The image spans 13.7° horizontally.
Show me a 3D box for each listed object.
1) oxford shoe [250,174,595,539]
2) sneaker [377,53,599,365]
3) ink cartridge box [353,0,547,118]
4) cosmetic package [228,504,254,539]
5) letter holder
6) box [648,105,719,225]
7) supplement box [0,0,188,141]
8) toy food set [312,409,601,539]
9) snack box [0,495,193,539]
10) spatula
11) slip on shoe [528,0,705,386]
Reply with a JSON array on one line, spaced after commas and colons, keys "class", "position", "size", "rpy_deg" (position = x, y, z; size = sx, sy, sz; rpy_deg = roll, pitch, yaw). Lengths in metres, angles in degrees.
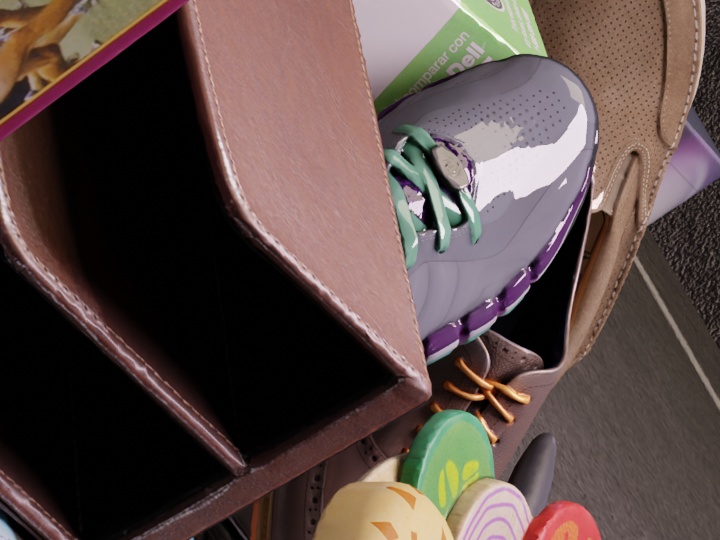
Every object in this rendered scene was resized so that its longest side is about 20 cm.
[{"class": "oxford shoe", "position": [0.021, 0.045, 0.972], "size": [0.071, 0.201, 0.073], "rpy_deg": [25, -17, -18]}, {"class": "sneaker", "position": [0.000, 0.000, 0.900], "size": [0.074, 0.200, 0.088], "rpy_deg": [50, -14, 4]}, {"class": "ink cartridge box", "position": [-0.041, -0.122, 0.998], "size": [0.200, 0.084, 0.146], "rpy_deg": [38, 20, -23]}, {"class": "cosmetic package", "position": [-0.012, 0.034, 1.117], "size": [0.104, 0.087, 0.200], "rpy_deg": [56, 9, -5]}, {"class": "letter holder", "position": [-0.073, -0.052, 0.739], "size": [0.142, 0.100, 0.200], "rpy_deg": [46, 22, -37]}, {"class": "box", "position": [0.046, -0.057, 1.399], "size": [0.124, 0.198, 0.200], "rpy_deg": [58, 10, 18]}, {"class": "supplement box", "position": [-0.122, -0.086, 0.595], "size": [0.131, 0.200, 0.103], "rpy_deg": [45, 13, -51]}, {"class": "toy food set", "position": [0.035, 0.142, 0.853], "size": [0.198, 0.048, 0.201], "rpy_deg": [-26, 103, -63]}, {"class": "snack box", "position": [-0.100, 0.049, 0.751], "size": [0.200, 0.037, 0.116], "rpy_deg": [47, 13, -44]}, {"class": "spatula", "position": [0.028, 0.115, 0.939], "size": [0.020, 0.057, 0.200], "rpy_deg": [24, 41, 10]}, {"class": "slip on shoe", "position": [0.073, -0.042, 1.075], "size": [0.076, 0.201, 0.061], "rpy_deg": [18, 31, 3]}]
